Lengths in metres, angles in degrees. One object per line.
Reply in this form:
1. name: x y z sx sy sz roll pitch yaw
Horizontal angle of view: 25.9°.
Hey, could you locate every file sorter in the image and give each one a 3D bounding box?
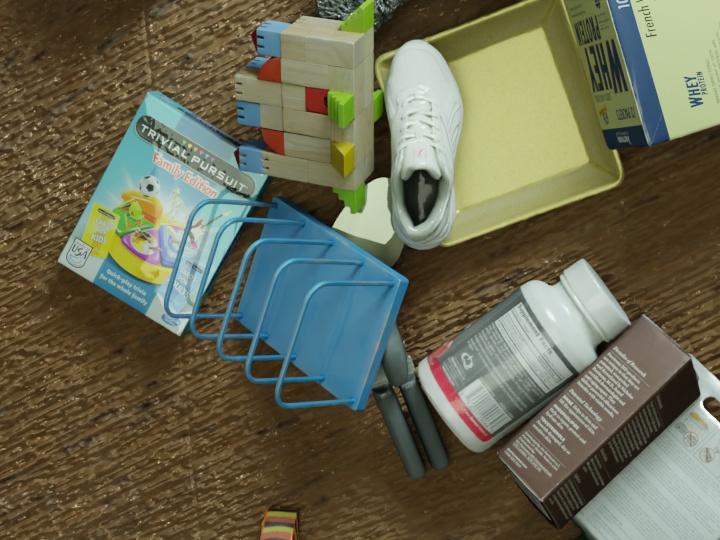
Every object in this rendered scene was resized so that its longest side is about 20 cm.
1. file sorter: -0.079 0.028 1.506 0.200 0.122 0.140 34 112 40

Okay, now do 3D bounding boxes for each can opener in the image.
1. can opener: 0.038 0.128 1.560 0.052 0.067 0.201 -21 120 2

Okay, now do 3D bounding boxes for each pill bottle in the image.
1. pill bottle: 0.163 0.080 1.543 0.199 0.111 0.111 -37 92 10

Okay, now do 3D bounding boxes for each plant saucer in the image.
1. plant saucer: 0.138 -0.149 1.548 0.199 0.048 0.201 -19 94 9

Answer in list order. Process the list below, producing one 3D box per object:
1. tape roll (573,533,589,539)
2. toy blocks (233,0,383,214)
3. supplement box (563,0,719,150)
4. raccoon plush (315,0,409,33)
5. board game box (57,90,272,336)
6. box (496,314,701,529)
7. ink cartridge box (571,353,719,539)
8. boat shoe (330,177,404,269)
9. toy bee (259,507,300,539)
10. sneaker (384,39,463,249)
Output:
1. tape roll: 0.285 0.355 1.596 0.199 0.048 0.202 1 97 7
2. toy blocks: -0.059 -0.165 1.505 0.136 0.100 0.201 11 122 19
3. supplement box: 0.310 -0.235 1.449 0.198 0.134 0.202 -18 95 -6
4. raccoon plush: 0.025 -0.252 1.541 0.133 0.097 0.201 9 124 2
5. board game box: -0.197 -0.059 1.603 0.150 0.047 0.201 30 100 2
6. box: 0.233 0.148 1.516 0.200 0.100 0.075 -41 60 -4
7. ink cartridge box: 0.309 0.208 1.547 0.200 0.057 0.163 -40 60 -8
8. boat shoe: -0.003 -0.001 1.576 0.073 0.063 0.203 19 103 3
9. toy bee: -0.080 0.353 1.612 0.130 0.109 0.201 -19 95 7
10. sneaker: 0.061 -0.120 1.484 0.077 0.099 0.202 -4 93 4
